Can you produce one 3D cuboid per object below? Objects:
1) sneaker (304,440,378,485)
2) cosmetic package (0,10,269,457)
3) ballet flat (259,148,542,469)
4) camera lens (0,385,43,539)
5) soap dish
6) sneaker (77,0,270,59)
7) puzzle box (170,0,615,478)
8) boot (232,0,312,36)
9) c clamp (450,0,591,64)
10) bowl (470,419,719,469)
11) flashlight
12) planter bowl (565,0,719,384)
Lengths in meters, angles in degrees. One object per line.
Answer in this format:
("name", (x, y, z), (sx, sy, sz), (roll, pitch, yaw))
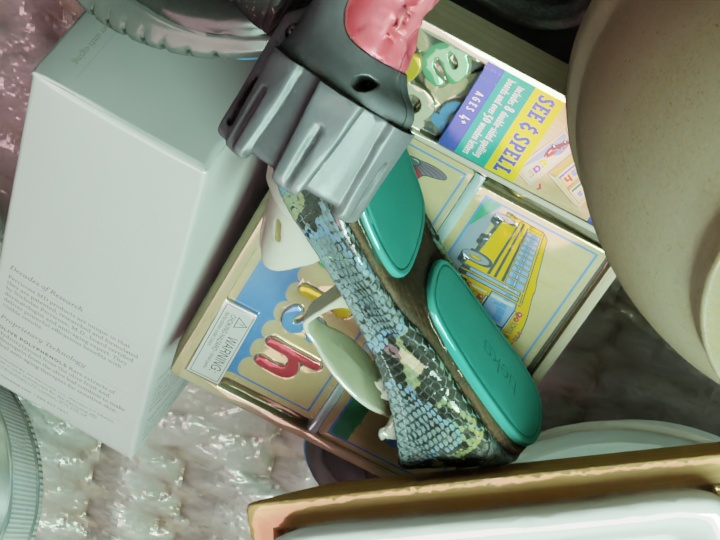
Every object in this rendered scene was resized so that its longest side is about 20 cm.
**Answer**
("sneaker", (0.073, 0.101, 1.212), (0.199, 0.073, 0.082), (24, 115, 2))
("cosmetic package", (-0.088, -0.029, 1.113), (0.085, 0.108, 0.200), (28, 139, 9))
("ballet flat", (0.000, 0.000, 1.003), (0.074, 0.074, 0.200), (-9, 121, 34))
("camera lens", (-0.231, 0.098, 1.232), (0.159, 0.161, 0.200), (23, 174, 2))
("soap dish", (0.069, 0.146, 1.040), (0.199, 0.081, 0.158), (-7, 106, 16))
("sneaker", (-0.089, -0.143, 1.011), (0.199, 0.073, 0.082), (22, 125, 9))
("puzzle box", (0.026, -0.005, 1.051), (0.133, 0.025, 0.200), (26, 123, -9))
("boot", (-0.033, -0.193, 0.916), (0.132, 0.070, 0.200), (38, 109, 17))
("c clamp", (0.051, -0.141, 0.986), (0.171, 0.027, 0.200), (35, 140, -12))
("bowl", (0.119, 0.142, 1.119), (0.200, 0.090, 0.202), (4, 109, 12))
("flashlight", (0.032, -0.111, 0.895), (0.068, 0.068, 0.200), (29, 98, -13))
("planter bowl", (0.173, -0.025, 0.922), (0.199, 0.135, 0.201), (1, 127, 1))
